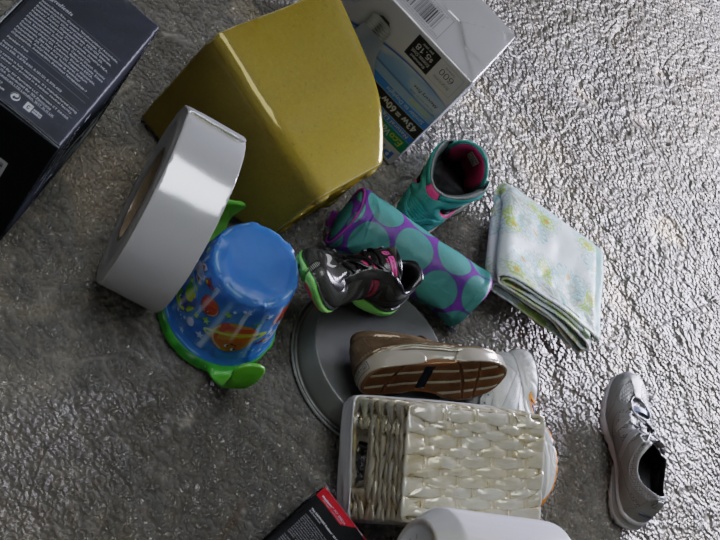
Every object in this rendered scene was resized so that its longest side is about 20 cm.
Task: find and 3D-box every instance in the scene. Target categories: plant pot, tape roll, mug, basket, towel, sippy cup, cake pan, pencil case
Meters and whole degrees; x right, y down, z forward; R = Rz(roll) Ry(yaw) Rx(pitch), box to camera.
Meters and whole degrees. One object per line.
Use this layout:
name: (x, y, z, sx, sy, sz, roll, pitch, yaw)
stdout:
plant pot: (-0.087, -0.162, 1.417, 0.195, 0.194, 0.202, -32, 90, -41)
tape roll: (-0.193, -0.063, 1.274, 0.070, 0.202, 0.205, 27, 52, -15)
mug: (0.116, 0.309, 1.203, 0.152, 0.151, 0.187, 22, 18, -27)
basket: (0.089, 0.206, 1.332, 0.197, 0.123, 0.138, 8, 83, -29)
towel: (0.237, -0.007, 1.602, 0.170, 0.048, 0.201, 36, 37, -18)
sippy cup: (-0.130, 0.020, 1.310, 0.139, 0.130, 0.179, -35, 84, -39)
cake pan: (0.016, 0.102, 1.426, 0.198, 0.037, 0.203, 16, 56, -25)
pencil case: (0.056, -0.013, 1.487, 0.199, 0.092, 0.086, 34, 83, -16)

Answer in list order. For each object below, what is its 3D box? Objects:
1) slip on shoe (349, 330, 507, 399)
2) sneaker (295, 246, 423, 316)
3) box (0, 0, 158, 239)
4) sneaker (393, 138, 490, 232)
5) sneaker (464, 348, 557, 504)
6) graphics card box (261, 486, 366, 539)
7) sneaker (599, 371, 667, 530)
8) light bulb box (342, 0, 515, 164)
slip on shoe: (0.075, 0.101, 1.399, 0.197, 0.077, 0.061, 1, 46, -28)
sneaker: (0.000, 0.000, 1.358, 0.199, 0.083, 0.078, 4, 55, -58)
box: (-0.327, -0.170, 1.247, 0.123, 0.200, 0.198, 37, 50, -12)
sneaker: (0.125, -0.125, 1.572, 0.084, 0.121, 0.200, 46, 49, -1)
sneaker: (0.166, 0.184, 1.464, 0.091, 0.076, 0.202, 6, 53, -22)
graphics card box: (-0.068, 0.323, 1.235, 0.126, 0.051, 0.199, 51, 48, 2)
sneaker: (0.350, 0.215, 1.552, 0.074, 0.082, 0.203, 15, 57, -25)
light bulb box: (0.048, -0.278, 1.557, 0.198, 0.200, 0.125, 45, 50, -2)
